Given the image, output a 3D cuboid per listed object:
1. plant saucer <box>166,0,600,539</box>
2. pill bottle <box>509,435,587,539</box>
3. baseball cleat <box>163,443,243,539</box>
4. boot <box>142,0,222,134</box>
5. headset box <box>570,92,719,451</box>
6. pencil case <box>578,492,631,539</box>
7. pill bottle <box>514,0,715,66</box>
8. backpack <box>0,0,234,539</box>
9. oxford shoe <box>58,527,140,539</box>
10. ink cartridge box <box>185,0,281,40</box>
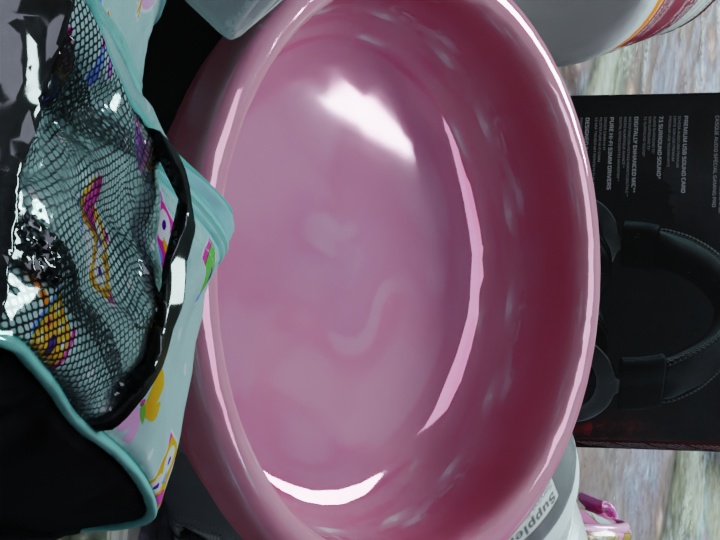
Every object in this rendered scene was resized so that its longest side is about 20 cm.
[{"bbox_3d":[0.000,0.000,0.776,0.200,0.051,0.201,-1,91,-51],"label":"plant saucer"},{"bbox_3d":[0.019,0.058,0.947,0.200,0.113,0.113,67,32,-43],"label":"pill bottle"},{"bbox_3d":[-0.034,0.132,0.881,0.106,0.070,0.200,-50,123,-22],"label":"baseball cleat"},{"bbox_3d":[-0.086,-0.139,0.769,0.138,0.077,0.200,27,54,-59],"label":"boot"},{"bbox_3d":[0.117,0.002,1.065,0.077,0.200,0.149,16,76,-67],"label":"headset box"},{"bbox_3d":[0.082,0.203,1.134,0.087,0.083,0.200,2,87,-66],"label":"pencil case"},{"bbox_3d":[0.117,-0.162,1.173,0.200,0.114,0.114,-27,115,-65],"label":"pill bottle"},{"bbox_3d":[-0.118,-0.016,0.548,0.200,0.176,0.153,68,29,-61],"label":"backpack"},{"bbox_3d":[-0.103,0.101,0.726,0.058,0.075,0.200,97,5,-64],"label":"oxford shoe"},{"bbox_3d":[-0.062,-0.153,0.657,0.176,0.045,0.200,44,18,-4],"label":"ink cartridge box"}]
